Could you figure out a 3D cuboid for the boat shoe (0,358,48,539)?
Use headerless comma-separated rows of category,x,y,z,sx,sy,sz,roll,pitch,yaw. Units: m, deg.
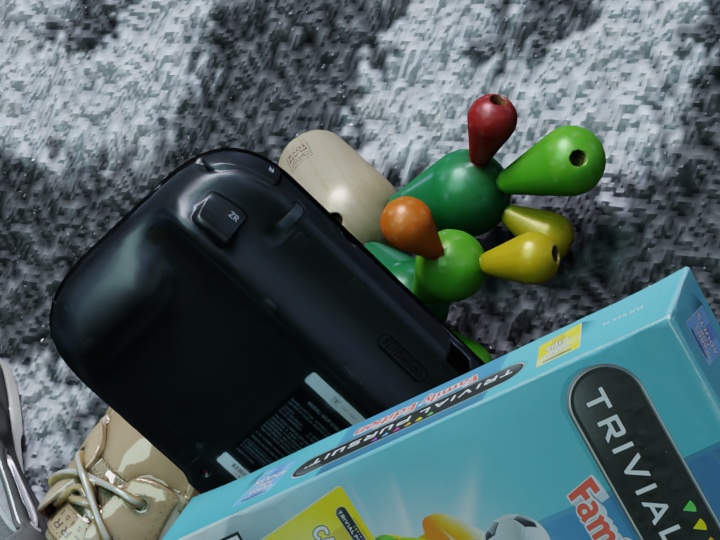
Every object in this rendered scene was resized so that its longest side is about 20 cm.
boat shoe,-0.165,0.108,0.959,0.067,0.057,0.200,-36,52,16

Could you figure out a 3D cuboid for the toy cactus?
toy cactus,0.000,0.000,0.882,0.200,0.102,0.165,-52,38,17

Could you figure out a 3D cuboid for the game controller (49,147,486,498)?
game controller,-0.014,0.050,0.801,0.104,0.200,0.042,-39,20,20

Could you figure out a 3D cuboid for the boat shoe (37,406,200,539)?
boat shoe,-0.083,0.096,0.848,0.071,0.064,0.201,36,120,41

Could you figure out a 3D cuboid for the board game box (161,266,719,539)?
board game box,0.054,0.110,0.751,0.200,0.047,0.151,-27,100,23
